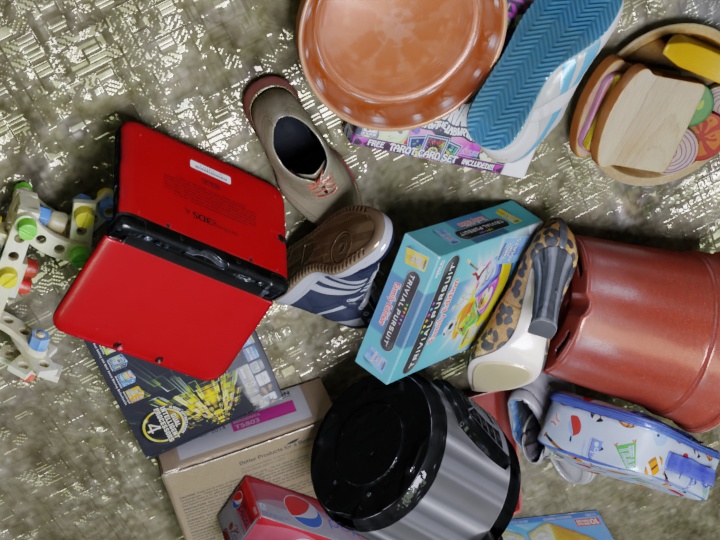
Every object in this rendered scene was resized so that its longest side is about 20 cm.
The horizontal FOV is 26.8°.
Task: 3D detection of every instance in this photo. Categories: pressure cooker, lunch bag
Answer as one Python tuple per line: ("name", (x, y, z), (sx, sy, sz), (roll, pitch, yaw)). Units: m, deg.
("pressure cooker", (0.067, 0.212, 1.573), (0.200, 0.178, 0.177), (35, 62, -41))
("lunch bag", (0.297, 0.192, 1.637), (0.199, 0.159, 0.076), (24, 80, -50))

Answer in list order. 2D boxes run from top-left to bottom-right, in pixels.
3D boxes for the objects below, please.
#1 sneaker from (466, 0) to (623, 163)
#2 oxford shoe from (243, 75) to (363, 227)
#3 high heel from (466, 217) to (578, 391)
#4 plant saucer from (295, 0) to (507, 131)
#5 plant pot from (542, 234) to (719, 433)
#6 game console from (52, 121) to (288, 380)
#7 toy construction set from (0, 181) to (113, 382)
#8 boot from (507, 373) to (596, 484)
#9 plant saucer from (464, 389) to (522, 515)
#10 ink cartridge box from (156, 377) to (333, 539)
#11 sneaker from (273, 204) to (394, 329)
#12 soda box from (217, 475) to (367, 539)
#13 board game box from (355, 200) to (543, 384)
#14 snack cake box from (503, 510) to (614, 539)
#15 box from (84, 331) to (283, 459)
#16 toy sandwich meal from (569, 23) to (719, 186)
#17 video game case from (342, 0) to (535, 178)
("sneaker", (0.177, -0.192, 1.432), (0.200, 0.076, 0.081), (-51, 158, 2))
("oxford shoe", (-0.049, -0.091, 1.457), (0.070, 0.075, 0.200), (-34, 128, 4))
("high heel", (0.170, 0.040, 1.590), (0.071, 0.143, 0.200), (21, 146, -10))
("plant saucer", (0.037, -0.224, 1.383), (0.198, 0.032, 0.202), (-8, 122, -13))
("plant pot", (0.290, 0.056, 1.613), (0.194, 0.201, 0.202), (13, 118, -17))
("game console", (-0.178, -0.016, 1.428), (0.199, 0.174, 0.118), (23, 141, -39))
("toy construction set", (-0.312, 0.005, 1.428), (0.130, 0.092, 0.201), (12, 107, -26))
("boot", (0.212, 0.189, 1.716), (0.096, 0.073, 0.201), (-50, 130, -38))
("plant saucer", (0.085, 0.223, 1.741), (0.198, 0.037, 0.201), (-15, 127, -10))
("ink cartridge box", (-0.110, 0.226, 1.650), (0.198, 0.075, 0.166), (-17, 126, -8))
("sneaker", (0.000, 0.000, 1.493), (0.108, 0.071, 0.200), (23, 152, -27))
("soda box", (-0.051, 0.290, 1.624), (0.199, 0.070, 0.064), (24, 111, -32))
("board game box", (0.092, 0.020, 1.535), (0.199, 0.047, 0.152), (-19, 137, -52))
("snack cake box", (0.214, 0.362, 1.830), (0.198, 0.115, 0.068), (-3, 124, -18))
("box", (-0.185, 0.081, 1.543), (0.160, 0.049, 0.201), (-24, 126, -6))
("toy sandwich meal", (0.314, -0.160, 1.540), (0.203, 0.070, 0.207), (-9, 125, -13))
("video game case", (0.103, -0.190, 1.468), (0.198, 0.036, 0.182), (10, 117, -24))
